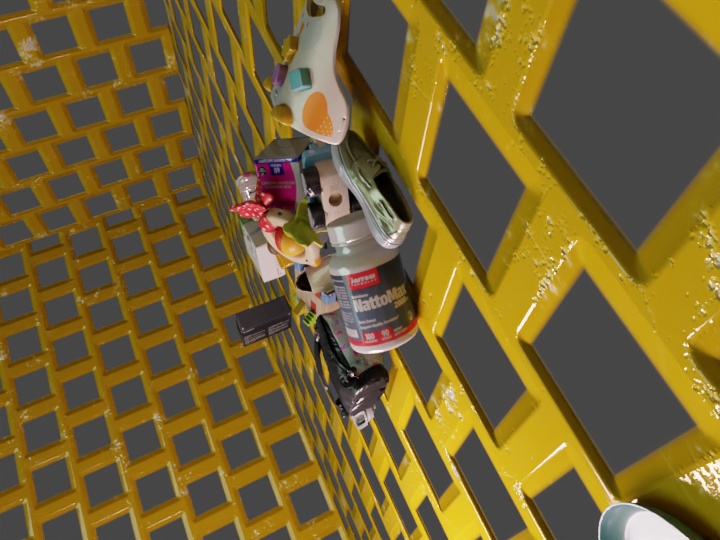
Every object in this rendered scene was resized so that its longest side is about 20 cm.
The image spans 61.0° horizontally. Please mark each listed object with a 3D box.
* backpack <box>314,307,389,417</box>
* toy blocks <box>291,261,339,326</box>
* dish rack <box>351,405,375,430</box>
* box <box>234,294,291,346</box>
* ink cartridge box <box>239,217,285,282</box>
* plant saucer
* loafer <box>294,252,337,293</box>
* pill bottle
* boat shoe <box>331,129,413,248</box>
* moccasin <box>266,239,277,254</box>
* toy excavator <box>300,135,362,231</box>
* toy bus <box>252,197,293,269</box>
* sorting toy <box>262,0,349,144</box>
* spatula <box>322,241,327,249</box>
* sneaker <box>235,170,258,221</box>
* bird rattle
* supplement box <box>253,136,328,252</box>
[{"bbox_3d":[-0.020,0.175,1.262,0.203,0.123,0.169,62,151,28],"label":"backpack"},{"bbox_3d":[-0.099,0.046,1.452,0.199,0.098,0.140,37,136,45],"label":"toy blocks"},{"bbox_3d":[-0.018,0.292,1.537,0.172,0.042,0.205,118,131,-68],"label":"dish rack"},{"bbox_3d":[-0.355,0.186,2.250,0.080,0.195,0.142,62,162,21],"label":"box"},{"bbox_3d":[-0.333,-0.081,2.071,0.201,0.082,0.148,-128,24,-47],"label":"ink cartridge box"},{"bbox_3d":[0.292,0.301,0.545,0.203,0.027,0.202,91,154,-50],"label":"plant saucer"},{"bbox_3d":[-0.077,0.014,1.299,0.199,0.067,0.078,-27,84,56],"label":"loafer"},{"bbox_3d":[0.014,0.014,0.967,0.119,0.117,0.206,21,130,69],"label":"pill bottle"},{"bbox_3d":[0.022,-0.132,0.894,0.062,0.071,0.204,-45,67,45],"label":"boat shoe"},{"bbox_3d":[-0.214,-0.117,1.570,0.074,0.077,0.203,43,139,14],"label":"moccasin"},{"bbox_3d":[-0.068,-0.198,1.064,0.202,0.097,0.199,-117,17,-52],"label":"toy excavator"},{"bbox_3d":[-0.231,-0.110,1.694,0.078,0.063,0.205,30,-141,-84],"label":"toy bus"},{"bbox_3d":[-0.071,-0.321,0.895,0.202,0.104,0.183,-111,34,-48],"label":"sorting toy"},{"bbox_3d":[-0.118,-0.106,1.438,0.200,0.020,0.057,49,166,47],"label":"spatula"},{"bbox_3d":[-0.332,-0.232,1.921,0.090,0.080,0.202,60,169,26],"label":"sneaker"},{"bbox_3d":[-0.145,-0.073,1.153,0.194,0.114,0.165,11,143,21],"label":"bird rattle"},{"bbox_3d":[-0.128,-0.148,1.220,0.104,0.098,0.205,-60,-35,-52],"label":"supplement box"}]
